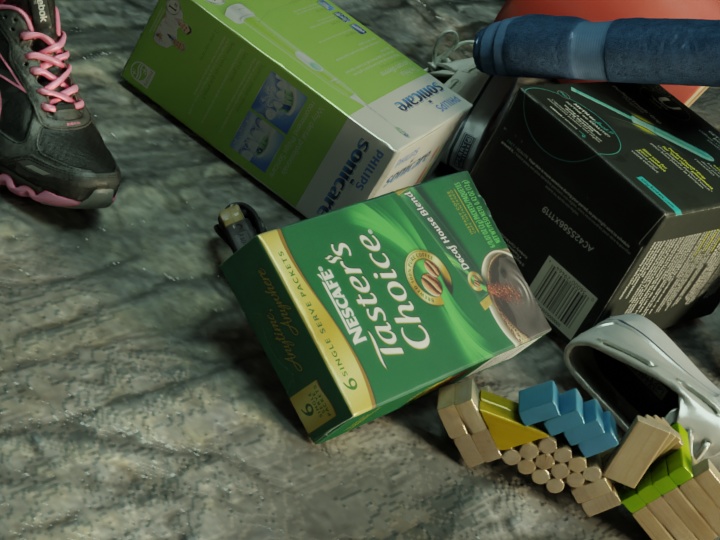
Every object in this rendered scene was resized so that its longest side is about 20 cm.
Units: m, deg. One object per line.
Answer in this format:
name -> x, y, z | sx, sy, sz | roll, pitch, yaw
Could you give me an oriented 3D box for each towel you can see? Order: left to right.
towel -> 0.191, -0.165, 1.378 | 0.199, 0.049, 0.112 | 5, 10, 18

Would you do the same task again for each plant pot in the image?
plant pot -> 0.247, -0.225, 1.657 | 0.177, 0.200, 0.200 | 44, 29, 4

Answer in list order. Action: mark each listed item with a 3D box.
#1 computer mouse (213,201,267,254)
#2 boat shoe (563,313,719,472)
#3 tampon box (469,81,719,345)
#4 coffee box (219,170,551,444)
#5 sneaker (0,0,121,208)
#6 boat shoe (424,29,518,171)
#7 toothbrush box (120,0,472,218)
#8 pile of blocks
computer mouse -> 0.000, 0.000, 1.190 | 0.200, 0.044, 0.110 | -1, 40, -39
boat shoe -> 0.212, 0.108, 1.208 | 0.065, 0.074, 0.200 | -18, 47, -44
tampon box -> 0.189, -0.045, 1.356 | 0.150, 0.126, 0.200 | 44, 30, 25
coffee box -> 0.020, 0.017, 1.114 | 0.200, 0.044, 0.123 | -17, 77, -46
sneaker -> -0.205, -0.121, 1.126 | 0.079, 0.095, 0.200 | -6, 47, -51
boat shoe -> 0.075, -0.145, 1.478 | 0.086, 0.075, 0.202 | 25, 35, 5
toothbrush box -> -0.042, -0.126, 1.302 | 0.200, 0.086, 0.146 | 36, 28, 9
pile of blocks -> 0.141, 0.100, 1.124 | 0.200, 0.082, 0.062 | 25, 29, -10
